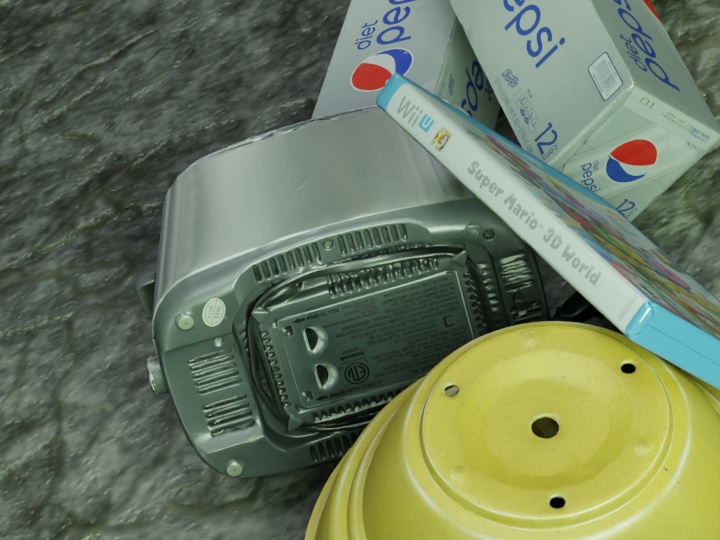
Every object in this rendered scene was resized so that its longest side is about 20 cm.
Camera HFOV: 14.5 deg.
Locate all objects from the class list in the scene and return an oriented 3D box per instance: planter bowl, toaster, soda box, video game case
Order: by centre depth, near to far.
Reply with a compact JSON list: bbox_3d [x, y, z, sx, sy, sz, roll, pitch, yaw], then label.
[{"bbox_3d":[0.071,0.080,1.043,0.199,0.084,0.201,-5,46,5],"label":"planter bowl"},{"bbox_3d":[0.102,-0.003,1.122,0.018,0.143,0.200,-55,40,9],"label":"video game case"},{"bbox_3d":[0.000,0.000,1.241,0.199,0.114,0.129,-17,32,2],"label":"toaster"},{"bbox_3d":[0.090,-0.120,1.304,0.063,0.068,0.201,-44,45,23],"label":"soda box"},{"bbox_3d":[0.029,-0.096,1.394,0.068,0.064,0.201,-11,37,22],"label":"soda box"}]

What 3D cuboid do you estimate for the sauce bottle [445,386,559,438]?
[{"bbox_3d":[0.024,0.113,1.123,0.066,0.066,0.200,6,48,38],"label":"sauce bottle"}]
